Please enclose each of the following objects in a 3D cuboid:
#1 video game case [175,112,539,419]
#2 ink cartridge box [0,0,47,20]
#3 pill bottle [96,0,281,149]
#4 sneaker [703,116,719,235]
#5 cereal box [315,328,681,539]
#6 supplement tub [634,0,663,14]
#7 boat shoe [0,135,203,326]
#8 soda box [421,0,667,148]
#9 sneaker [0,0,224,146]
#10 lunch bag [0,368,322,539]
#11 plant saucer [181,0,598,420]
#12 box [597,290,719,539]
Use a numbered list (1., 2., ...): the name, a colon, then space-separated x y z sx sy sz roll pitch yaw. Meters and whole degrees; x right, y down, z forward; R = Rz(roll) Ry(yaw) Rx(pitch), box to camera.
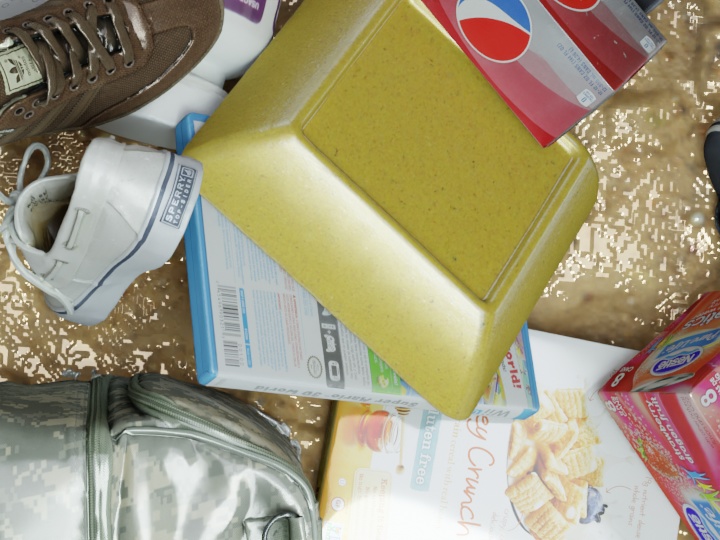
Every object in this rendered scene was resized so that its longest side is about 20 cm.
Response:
1. video game case: 0.000 0.000 1.122 0.199 0.018 0.144 8 62 -32
2. ink cartridge box: -0.185 -0.186 1.080 0.200 0.116 0.068 -39 58 21
3. pill bottle: -0.092 -0.170 1.152 0.111 0.112 0.202 14 83 -6
4. sneaker: 0.243 0.008 1.194 0.079 0.078 0.200 -39 92 -15
5. cereal box: 0.080 0.103 1.184 0.198 0.040 0.145 10 83 -6
6. supplement tub: 0.114 -0.235 1.187 0.107 0.107 0.200 -41 90 -9
7. boat shoe: -0.148 -0.025 1.083 0.086 0.202 0.075 22 74 -15
8. soda box: 0.067 -0.168 1.142 0.200 0.063 0.070 50 46 -1
9. sneaker: -0.157 -0.093 1.053 0.199 0.076 0.071 -24 100 -4
10. lunch bag: -0.105 0.122 1.081 0.166 0.200 0.141 -1 93 -6
11. plant saucer: 0.033 -0.056 1.130 0.200 0.048 0.200 43 49 -9
12. box: 0.230 0.114 1.147 0.095 0.100 0.201 -39 102 -19
